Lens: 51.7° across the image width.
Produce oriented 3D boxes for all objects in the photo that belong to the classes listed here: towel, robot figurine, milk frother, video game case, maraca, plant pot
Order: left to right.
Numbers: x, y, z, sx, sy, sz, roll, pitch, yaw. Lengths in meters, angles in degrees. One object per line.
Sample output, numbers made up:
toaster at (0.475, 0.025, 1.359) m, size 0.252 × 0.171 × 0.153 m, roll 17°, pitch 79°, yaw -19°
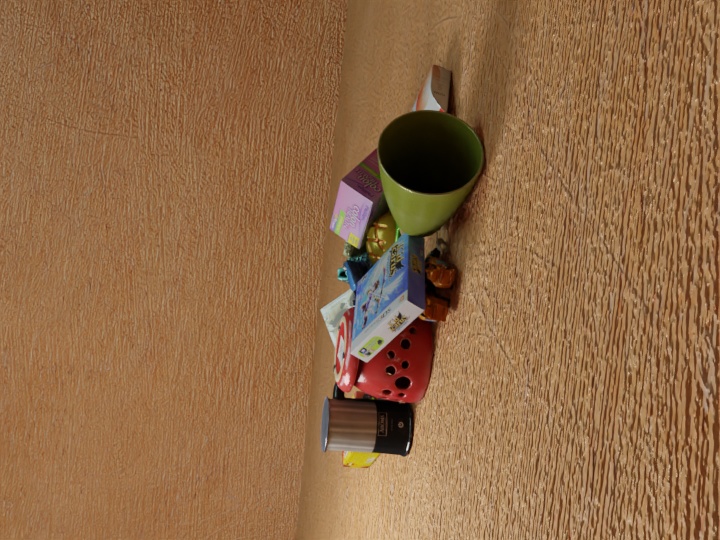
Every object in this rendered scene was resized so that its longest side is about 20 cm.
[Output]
milk frother at (0.004, 0.341, 1.670) m, size 0.201 × 0.185 × 0.182 m, roll 107°, pitch 166°, yaw -51°
towel at (0.009, -0.093, 2.026) m, size 0.200 × 0.036 × 0.150 m, roll 15°, pitch -93°, yaw -67°
plant pot at (0.044, 0.168, 1.564) m, size 0.200 × 0.180 × 0.203 m, roll -172°, pitch 90°, yaw -80°
video game case at (0.053, 0.046, 1.428) m, size 0.181 × 0.045 × 0.201 m, roll -45°, pitch 26°, yaw 35°
maraca at (0.073, -0.086, 1.756) m, size 0.138 × 0.106 × 0.202 m, roll -112°, pitch 31°, yaw -50°
plant pot at (0.118, -0.154, 1.363) m, size 0.201 × 0.184 × 0.189 m, roll 93°, pitch 178°, yaw -59°
robot figurine at (0.134, 0.030, 1.448) m, size 0.200 × 0.057 × 0.147 m, roll -139°, pitch 59°, yaw -78°

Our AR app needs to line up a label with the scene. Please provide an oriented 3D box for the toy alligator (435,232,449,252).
toy alligator at (0.137, -0.116, 1.496) m, size 0.054 × 0.058 × 0.202 m, roll 115°, pitch 146°, yaw -62°

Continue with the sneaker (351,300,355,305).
sneaker at (0.049, 0.064, 1.687) m, size 0.200 × 0.138 × 0.079 m, roll 115°, pitch 151°, yaw -68°

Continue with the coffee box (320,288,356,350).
coffee box at (-0.005, 0.159, 1.822) m, size 0.113 × 0.080 × 0.202 m, roll -34°, pitch 64°, yaw 23°

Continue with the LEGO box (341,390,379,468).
LEGO box at (0.005, 0.421, 1.956) m, size 0.201 × 0.076 × 0.151 m, roll 112°, pitch 161°, yaw -60°

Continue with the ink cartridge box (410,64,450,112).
ink cartridge box at (0.135, -0.304, 1.565) m, size 0.163 × 0.050 × 0.202 m, roll 117°, pitch 168°, yaw -54°

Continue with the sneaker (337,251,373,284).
sneaker at (0.000, -0.008, 1.928) m, size 0.200 × 0.090 × 0.079 m, roll 131°, pitch 145°, yaw -55°

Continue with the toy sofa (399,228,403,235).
toy sofa at (0.124, -0.173, 1.623) m, size 0.083 × 0.096 × 0.202 m, roll 71°, pitch -167°, yaw -50°

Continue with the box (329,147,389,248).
box at (0.030, -0.187, 1.814) m, size 0.200 × 0.096 × 0.177 m, roll -47°, pitch -15°, yaw -35°

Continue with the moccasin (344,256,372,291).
moccasin at (0.000, 0.000, 1.785) m, size 0.200 × 0.067 × 0.082 m, roll -108°, pitch 6°, yaw -81°
